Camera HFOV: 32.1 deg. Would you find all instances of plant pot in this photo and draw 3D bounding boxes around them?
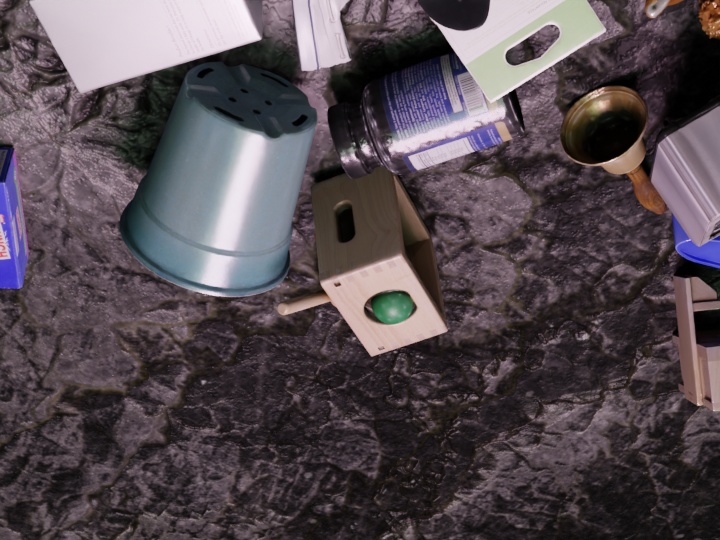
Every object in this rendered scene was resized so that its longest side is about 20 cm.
[{"bbox_3d":[-0.145,-0.110,1.378,0.200,0.200,0.196,12,123,-15],"label":"plant pot"}]

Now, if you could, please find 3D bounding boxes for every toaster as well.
[{"bbox_3d":[0.412,-0.129,1.330,0.181,0.119,0.200,-30,166,3],"label":"toaster"}]

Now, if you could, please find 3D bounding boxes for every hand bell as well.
[{"bbox_3d":[0.321,-0.119,1.474,0.104,0.104,0.200,-26,141,20],"label":"hand bell"}]

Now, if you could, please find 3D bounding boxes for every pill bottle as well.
[{"bbox_3d":[0.071,-0.171,1.375,0.200,0.112,0.112,-17,132,13],"label":"pill bottle"}]

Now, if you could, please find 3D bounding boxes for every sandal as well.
[{"bbox_3d":[0.072,-0.323,1.213,0.076,0.043,0.200,-13,112,17],"label":"sandal"}]

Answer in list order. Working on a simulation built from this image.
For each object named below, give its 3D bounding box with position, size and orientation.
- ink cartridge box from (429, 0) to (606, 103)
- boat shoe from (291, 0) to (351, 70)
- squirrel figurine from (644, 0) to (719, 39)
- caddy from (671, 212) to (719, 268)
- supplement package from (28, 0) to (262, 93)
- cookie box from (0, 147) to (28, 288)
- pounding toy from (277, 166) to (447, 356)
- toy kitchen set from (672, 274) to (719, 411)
[{"bbox_3d":[0.135,-0.292,1.266,0.145,0.048,0.200,-31,109,23],"label":"ink cartridge box"},{"bbox_3d":[-0.040,-0.293,1.288,0.065,0.074,0.200,-7,144,-3],"label":"boat shoe"},{"bbox_3d":[0.377,-0.297,1.263,0.186,0.142,0.200,-18,130,21],"label":"squirrel figurine"},{"bbox_3d":[0.467,-0.072,1.504,0.200,0.105,0.141,13,154,-16],"label":"caddy"},{"bbox_3d":[-0.210,-0.279,1.250,0.200,0.117,0.117,-14,134,9],"label":"supplement package"},{"bbox_3d":[-0.500,-0.062,1.466,0.200,0.075,0.171,2,133,-5],"label":"cookie box"},{"bbox_3d":[0.000,0.000,1.460,0.142,0.200,0.184,-19,138,14],"label":"pounding toy"},{"bbox_3d":[0.505,0.078,1.617,0.180,0.200,0.163,-7,92,3],"label":"toy kitchen set"}]
